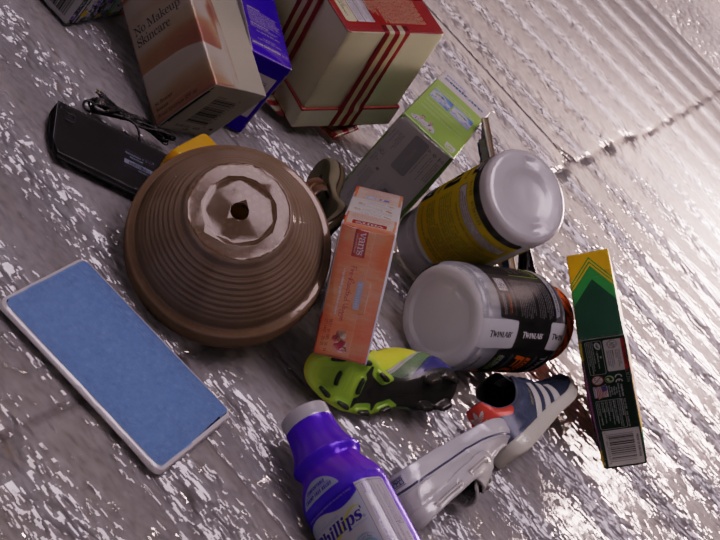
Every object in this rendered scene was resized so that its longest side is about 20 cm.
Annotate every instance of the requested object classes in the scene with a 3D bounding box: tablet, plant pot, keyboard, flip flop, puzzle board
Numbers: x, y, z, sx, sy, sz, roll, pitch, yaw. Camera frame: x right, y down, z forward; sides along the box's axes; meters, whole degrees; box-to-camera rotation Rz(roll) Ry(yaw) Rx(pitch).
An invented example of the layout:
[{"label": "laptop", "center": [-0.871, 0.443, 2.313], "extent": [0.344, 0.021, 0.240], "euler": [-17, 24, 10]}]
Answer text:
[{"label": "tablet", "center": [-0.212, 0.080, 1.202], "extent": [0.200, 0.014, 0.130], "euler": [46, 29, 4]}, {"label": "plant pot", "center": [-0.119, -0.036, 1.290], "extent": [0.200, 0.093, 0.202], "euler": [5, 69, -13]}, {"label": "keyboard", "center": [-0.233, -0.119, 1.433], "extent": [0.199, 0.021, 0.127], "euler": [27, 39, -30]}, {"label": "flip flop", "center": [-0.055, -0.076, 1.540], "extent": [0.058, 0.081, 0.200], "euler": [38, 25, -20]}, {"label": "puzzle board", "center": [0.170, -0.078, 1.744], "extent": [0.151, 0.017, 0.201], "euler": [68, 13, -80]}]

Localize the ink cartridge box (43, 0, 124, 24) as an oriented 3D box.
[{"label": "ink cartridge box", "center": [-0.308, -0.350, 1.609], "extent": [0.109, 0.050, 0.200], "euler": [47, 28, 5]}]

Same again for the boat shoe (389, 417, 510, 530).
[{"label": "boat shoe", "center": [0.096, 0.207, 1.383], "extent": [0.200, 0.074, 0.065], "euler": [-21, 72, -48]}]

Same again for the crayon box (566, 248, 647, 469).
[{"label": "crayon box", "center": [0.297, 0.105, 1.664], "extent": [0.173, 0.058, 0.201], "euler": [-84, 161, -55]}]

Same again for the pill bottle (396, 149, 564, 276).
[{"label": "pill bottle", "center": [0.134, -0.057, 1.613], "extent": [0.114, 0.200, 0.115], "euler": [11, 68, -30]}]

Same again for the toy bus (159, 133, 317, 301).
[{"label": "toy bus", "center": [-0.122, -0.036, 1.388], "extent": [0.200, 0.078, 0.065], "euler": [48, 45, 8]}]

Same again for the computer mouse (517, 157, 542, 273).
[{"label": "computer mouse", "center": [0.200, -0.047, 1.703], "extent": [0.046, 0.200, 0.141], "euler": [-4, 72, -1]}]

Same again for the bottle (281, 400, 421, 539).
[{"label": "bottle", "center": [-0.008, 0.209, 1.219], "extent": [0.065, 0.084, 0.200], "euler": [5, 48, -49]}]

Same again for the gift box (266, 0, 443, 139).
[{"label": "gift box", "center": [-0.044, -0.290, 1.732], "extent": [0.199, 0.187, 0.185], "euler": [-3, 53, -35]}]

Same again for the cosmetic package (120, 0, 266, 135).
[{"label": "cosmetic package", "center": [-0.192, -0.263, 1.539], "extent": [0.087, 0.103, 0.201], "euler": [6, 59, -53]}]

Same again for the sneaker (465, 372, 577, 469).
[{"label": "sneaker", "center": [0.180, 0.143, 1.555], "extent": [0.085, 0.075, 0.200], "euler": [51, 29, 4]}]

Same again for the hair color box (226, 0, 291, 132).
[{"label": "hair color box", "center": [-0.149, -0.273, 1.648], "extent": [0.065, 0.109, 0.201], "euler": [22, 36, -34]}]

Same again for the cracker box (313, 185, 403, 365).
[{"label": "cracker box", "center": [0.000, 0.000, 1.396], "extent": [0.057, 0.135, 0.200], "euler": [13, 13, 0]}]

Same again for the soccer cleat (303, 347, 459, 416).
[{"label": "soccer cleat", "center": [0.012, 0.109, 1.423], "extent": [0.199, 0.065, 0.084], "euler": [10, 13, -40]}]

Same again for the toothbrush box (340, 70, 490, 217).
[{"label": "toothbrush box", "center": [0.066, -0.148, 1.720], "extent": [0.086, 0.146, 0.200], "euler": [41, 28, -3]}]

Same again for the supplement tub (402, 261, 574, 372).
[{"label": "supplement tub", "center": [0.153, 0.056, 1.587], "extent": [0.199, 0.123, 0.123], "euler": [6, 46, -48]}]
